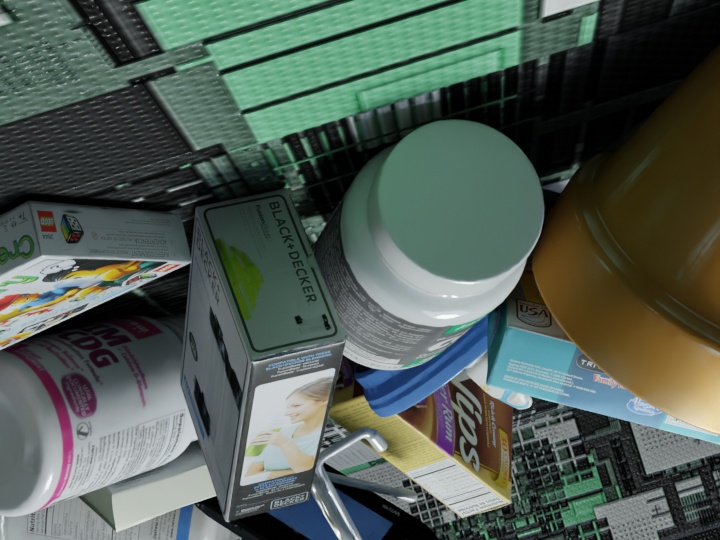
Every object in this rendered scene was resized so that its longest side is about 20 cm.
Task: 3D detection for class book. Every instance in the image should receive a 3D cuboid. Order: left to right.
[{"bbox_3d":[-0.177,0.129,1.258,0.133,0.048,0.200,-15,-156,-29],"label":"book"}]

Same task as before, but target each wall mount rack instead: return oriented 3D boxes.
[{"bbox_3d":[0.002,0.161,1.202,0.074,0.174,0.200,-30,-148,-4],"label":"wall mount rack"}]

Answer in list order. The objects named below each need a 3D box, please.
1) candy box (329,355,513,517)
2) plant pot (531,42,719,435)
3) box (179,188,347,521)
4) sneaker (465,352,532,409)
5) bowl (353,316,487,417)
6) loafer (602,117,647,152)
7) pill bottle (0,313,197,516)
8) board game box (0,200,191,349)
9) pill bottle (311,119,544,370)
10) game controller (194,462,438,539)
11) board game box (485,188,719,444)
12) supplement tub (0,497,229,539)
[{"bbox_3d":[0.053,0.109,1.341,0.056,0.117,0.200,-21,136,31],"label":"candy box"},{"bbox_3d":[0.225,-0.038,0.904,0.200,0.200,0.184,-7,136,-40],"label":"plant pot"},{"bbox_3d":[-0.066,0.056,0.997,0.060,0.117,0.200,-11,148,-18],"label":"box"},{"bbox_3d":[0.164,0.022,1.260,0.200,0.081,0.077,-46,-172,17],"label":"sneaker"},{"bbox_3d":[0.075,0.028,1.191,0.200,0.039,0.201,-41,-175,4],"label":"bowl"},{"bbox_3d":[0.228,-0.068,1.103,0.070,0.070,0.200,-18,162,32],"label":"loafer"},{"bbox_3d":[-0.185,0.094,1.132,0.113,0.114,0.200,-25,174,37],"label":"pill bottle"},{"bbox_3d":[-0.213,0.012,0.927,0.200,0.035,0.126,-23,166,30],"label":"board game box"},{"bbox_3d":[0.036,-0.013,0.960,0.113,0.114,0.200,-13,169,-14],"label":"pill bottle"},{"bbox_3d":[-0.036,0.194,1.256,0.104,0.200,0.042,-49,164,-43],"label":"game controller"},{"bbox_3d":[0.158,0.020,1.024,0.150,0.047,0.200,14,-151,-4],"label":"board game box"},{"bbox_3d":[-0.211,0.190,1.367,0.199,0.132,0.132,9,169,4],"label":"supplement tub"}]
